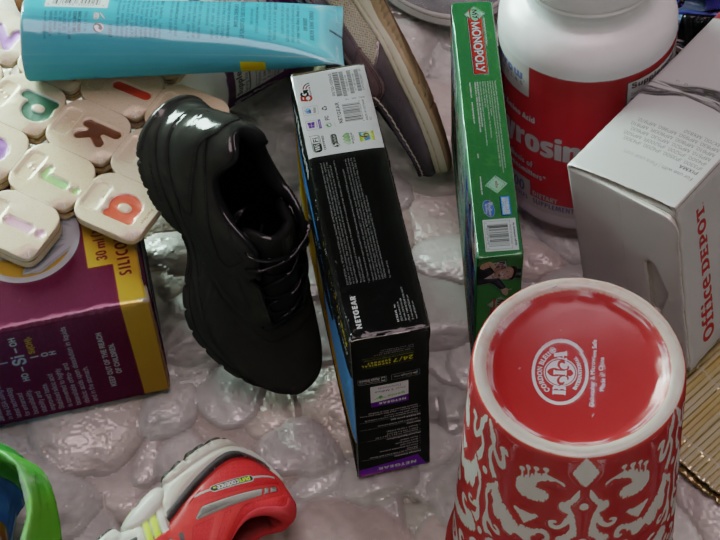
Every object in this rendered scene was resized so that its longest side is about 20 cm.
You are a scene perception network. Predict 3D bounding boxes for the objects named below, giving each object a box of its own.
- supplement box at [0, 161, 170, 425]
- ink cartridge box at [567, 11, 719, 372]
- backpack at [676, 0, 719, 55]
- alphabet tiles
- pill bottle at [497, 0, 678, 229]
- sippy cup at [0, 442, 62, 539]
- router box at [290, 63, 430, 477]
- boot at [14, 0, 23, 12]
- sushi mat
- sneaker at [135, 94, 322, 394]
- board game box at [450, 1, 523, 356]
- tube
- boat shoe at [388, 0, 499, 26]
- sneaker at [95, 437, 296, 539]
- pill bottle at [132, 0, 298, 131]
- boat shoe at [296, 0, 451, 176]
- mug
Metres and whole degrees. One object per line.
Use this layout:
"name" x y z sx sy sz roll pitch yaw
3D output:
"supplement box" -0.229 0.016 1.090 0.199 0.103 0.131 -13 55 -6
"ink cartridge box" 0.223 -0.060 1.090 0.083 0.147 0.200 28 58 34
"backpack" 0.213 -0.213 1.216 0.199 0.135 0.183 2 53 8
"alphabet tiles" -0.189 -0.092 1.094 0.195 0.015 0.200 22 58 17
"pill bottle" 0.142 -0.130 1.112 0.111 0.201 0.113 -3 49 3
"sippy cup" -0.253 0.169 0.972 0.139 0.178 0.131 10 62 -25
"router box" 0.000 0.000 1.061 0.051 0.150 0.201 -9 54 -5
"boot" -0.171 -0.244 1.304 0.200 0.077 0.155 -36 56 -13
"sushi mat" 0.262 0.061 1.087 0.200 0.012 0.096 -38 62 -22
"sneaker" -0.064 -0.006 1.038 0.076 0.201 0.091 -39 32 -27
"board game box" 0.077 -0.050 1.102 0.029 0.135 0.201 -4 54 1
"tube" -0.109 -0.146 1.093 0.199 0.051 0.078 -1 41 -1
"boat shoe" 0.034 -0.255 1.296 0.074 0.065 0.202 -26 56 -15
"sneaker" -0.110 0.180 0.985 0.085 0.077 0.200 34 63 17
"pill bottle" -0.095 -0.174 1.216 0.199 0.113 0.112 -32 58 -19
"boat shoe" -0.003 -0.146 1.169 0.065 0.201 0.072 -27 18 7
"mug" 0.101 0.090 0.959 0.133 0.200 0.178 -24 57 -13
